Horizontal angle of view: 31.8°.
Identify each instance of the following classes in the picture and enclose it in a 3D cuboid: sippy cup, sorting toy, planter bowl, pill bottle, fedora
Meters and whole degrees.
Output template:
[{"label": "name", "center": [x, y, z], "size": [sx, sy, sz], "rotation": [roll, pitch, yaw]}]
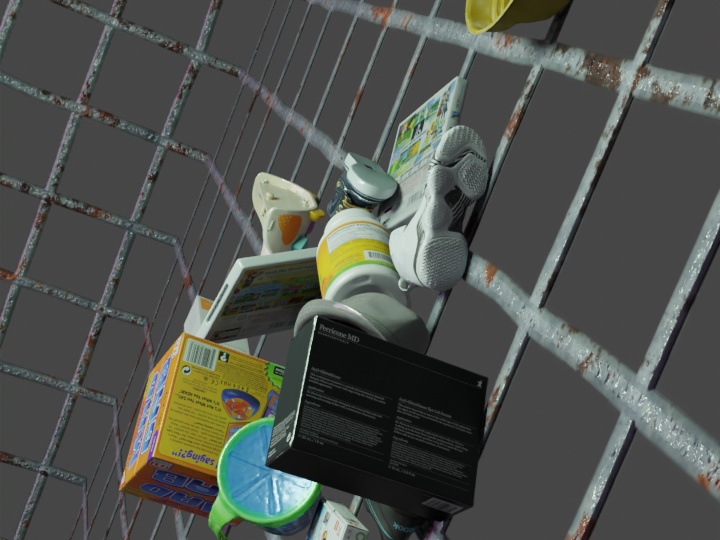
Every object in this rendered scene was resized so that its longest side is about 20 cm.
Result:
[{"label": "sippy cup", "center": [-0.105, 0.274, 1.613], "size": [0.131, 0.175, 0.141], "rotation": [77, -171, -61]}, {"label": "sorting toy", "center": [-0.141, -0.047, 2.181], "size": [0.200, 0.105, 0.182], "rotation": [-115, 40, -66]}, {"label": "planter bowl", "center": [0.202, -0.349, 1.442], "size": [0.202, 0.083, 0.201], "rotation": [-90, 26, -50]}, {"label": "pill bottle", "center": [0.000, 0.000, 1.642], "size": [0.112, 0.110, 0.201], "rotation": [-62, 18, 23]}, {"label": "fedora", "center": [0.015, 0.089, 1.485], "size": [0.090, 0.178, 0.199], "rotation": [-42, 18, -34]}]

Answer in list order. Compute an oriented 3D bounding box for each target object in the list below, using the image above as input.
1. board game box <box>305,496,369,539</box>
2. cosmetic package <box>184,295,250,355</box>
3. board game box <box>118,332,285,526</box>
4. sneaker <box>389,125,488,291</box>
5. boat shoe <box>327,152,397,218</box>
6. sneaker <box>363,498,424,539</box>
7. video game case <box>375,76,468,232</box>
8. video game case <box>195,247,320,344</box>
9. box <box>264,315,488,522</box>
[{"label": "board game box", "center": [-0.053, 0.384, 1.511], "size": [0.126, 0.034, 0.202], "rotation": [-160, 90, -74]}, {"label": "cosmetic package", "center": [-0.270, 0.130, 2.368], "size": [0.072, 0.100, 0.200], "rotation": [-64, 19, 17]}, {"label": "board game box", "center": [-0.230, 0.248, 1.938], "size": [0.200, 0.198, 0.202], "rotation": [-44, 31, 55]}, {"label": "sneaker", "center": [0.087, -0.069, 1.504], "size": [0.115, 0.074, 0.203], "rotation": [-20, 56, 65]}, {"label": "boat shoe", "center": [0.000, -0.100, 1.770], "size": [0.200, 0.070, 0.092], "rotation": [-107, 38, -75]}, {"label": "sneaker", "center": [0.020, 0.219, 1.384], "size": [0.201, 0.074, 0.080], "rotation": [-115, 38, -57]}, {"label": "video game case", "center": [0.079, -0.145, 1.713], "size": [0.200, 0.022, 0.185], "rotation": [148, 138, -66]}, {"label": "video game case", "center": [-0.139, 0.038, 1.934], "size": [0.023, 0.198, 0.183], "rotation": [55, 132, 26]}, {"label": "box", "center": [0.019, 0.150, 1.262], "size": [0.079, 0.198, 0.143], "rotation": [-41, 32, 58]}]
